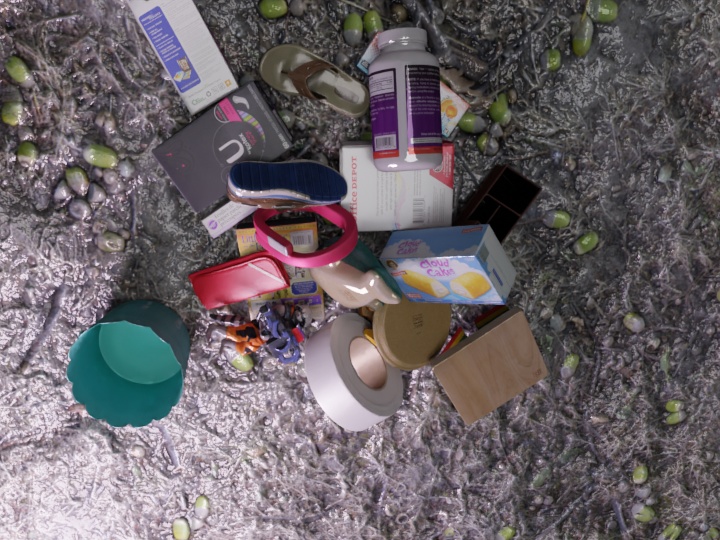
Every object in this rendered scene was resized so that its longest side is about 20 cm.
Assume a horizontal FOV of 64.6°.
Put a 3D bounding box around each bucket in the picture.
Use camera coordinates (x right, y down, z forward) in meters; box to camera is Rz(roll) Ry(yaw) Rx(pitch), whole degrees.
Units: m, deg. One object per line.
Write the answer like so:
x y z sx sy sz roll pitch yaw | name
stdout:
-0.406 0.161 1.025 0.202 0.135 0.212 -2 108 -5 | bucket

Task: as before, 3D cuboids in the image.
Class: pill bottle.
0.069 -0.258 0.878 0.110 0.112 0.205 -4 99 -5 | pill bottle

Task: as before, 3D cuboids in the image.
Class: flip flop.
-0.072 -0.313 0.947 0.197 0.058 0.082 23 105 -13 | flip flop

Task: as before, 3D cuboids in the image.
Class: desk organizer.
0.228 -0.092 1.013 0.071 0.077 0.201 40 82 -17 | desk organizer

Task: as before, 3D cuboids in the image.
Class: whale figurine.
0.000 0.000 0.958 0.159 0.198 0.105 46 69 -28 | whale figurine

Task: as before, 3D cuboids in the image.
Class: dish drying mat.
-0.219 0.019 1.017 0.197 0.018 0.078 -15 113 26 | dish drying mat

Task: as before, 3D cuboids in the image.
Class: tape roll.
-0.009 0.182 1.038 0.070 0.204 0.203 -34 111 29 | tape roll

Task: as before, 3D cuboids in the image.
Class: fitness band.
-0.091 -0.070 0.934 0.142 0.199 0.038 -27 131 -28 | fitness band

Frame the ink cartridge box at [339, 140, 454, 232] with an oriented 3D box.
0.060 -0.151 1.001 0.195 0.086 0.151 -1 108 -4 | ink cartridge box

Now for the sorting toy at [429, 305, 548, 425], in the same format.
0.246 0.176 1.119 0.197 0.070 0.201 -32 126 2 | sorting toy

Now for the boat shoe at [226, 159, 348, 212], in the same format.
-0.119 -0.134 0.920 0.196 0.072 0.074 4 68 -22 | boat shoe

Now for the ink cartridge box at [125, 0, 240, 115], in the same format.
-0.284 -0.366 0.919 0.093 0.037 0.202 -27 111 4 | ink cartridge box

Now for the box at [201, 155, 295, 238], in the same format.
-0.188 -0.131 1.004 0.198 0.042 0.039 -33 109 4 | box

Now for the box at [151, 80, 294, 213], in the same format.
-0.221 -0.207 0.940 0.198 0.106 0.123 -33 108 6 | box

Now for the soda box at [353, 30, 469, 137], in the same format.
0.086 -0.312 0.962 0.198 0.064 0.069 34 102 -15 | soda box

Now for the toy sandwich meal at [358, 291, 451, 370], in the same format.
0.085 0.088 1.079 0.202 0.070 0.210 -3 95 -32 | toy sandwich meal

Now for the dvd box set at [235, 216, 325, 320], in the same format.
-0.142 0.005 1.041 0.143 0.030 0.204 -6 119 -4 | dvd box set

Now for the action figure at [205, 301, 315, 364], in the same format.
-0.176 0.091 1.011 0.189 0.106 0.202 -13 145 -6 | action figure

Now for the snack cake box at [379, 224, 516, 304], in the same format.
0.141 -0.008 0.939 0.115 0.198 0.068 50 57 -32 | snack cake box
